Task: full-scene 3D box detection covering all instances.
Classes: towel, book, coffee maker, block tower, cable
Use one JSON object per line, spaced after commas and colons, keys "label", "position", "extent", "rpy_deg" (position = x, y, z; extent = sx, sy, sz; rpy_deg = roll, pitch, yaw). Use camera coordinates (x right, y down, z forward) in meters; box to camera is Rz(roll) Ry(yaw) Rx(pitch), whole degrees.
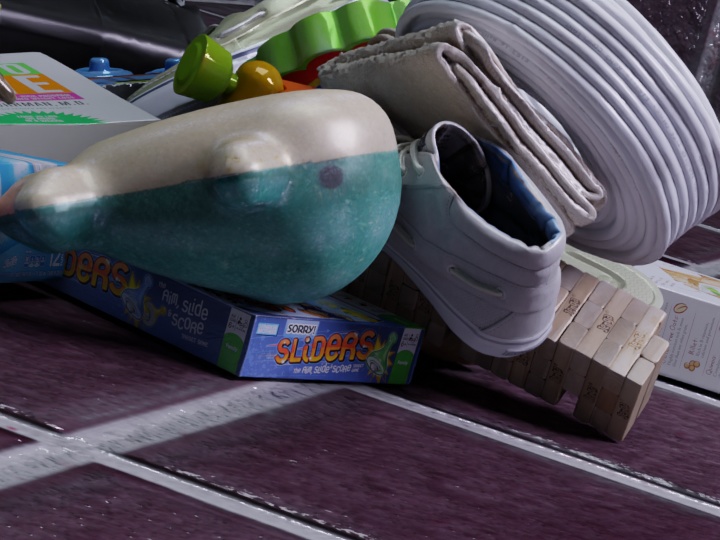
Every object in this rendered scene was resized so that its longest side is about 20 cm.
{"label": "towel", "position": [0.054, -0.073, 1.549], "extent": [0.133, 0.034, 0.200], "rpy_deg": [50, -16, -14]}
{"label": "book", "position": [-0.213, -0.085, 1.647], "extent": [0.134, 0.048, 0.200], "rpy_deg": [-2, 14, -26]}
{"label": "coffee maker", "position": [-0.207, -0.148, 1.983], "extent": [0.200, 0.135, 0.192], "rpy_deg": [8, 12, -36]}
{"label": "block tower", "position": [0.068, 0.015, 1.546], "extent": [0.200, 0.058, 0.054], "rpy_deg": [29, 52, 12]}
{"label": "cable", "position": [0.109, -0.090, 1.551], "extent": [0.200, 0.069, 0.200], "rpy_deg": [31, -23, 40]}

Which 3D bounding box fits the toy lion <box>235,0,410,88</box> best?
{"label": "toy lion", "position": [0.006, -0.106, 1.799], "extent": [0.192, 0.069, 0.200], "rpy_deg": [-3, -26, -27]}

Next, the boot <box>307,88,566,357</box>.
{"label": "boot", "position": [0.034, -0.050, 1.494], "extent": [0.074, 0.096, 0.200], "rpy_deg": [-32, 63, -31]}

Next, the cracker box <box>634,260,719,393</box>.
{"label": "cracker box", "position": [0.228, 0.041, 1.809], "extent": [0.200, 0.058, 0.134], "rpy_deg": [17, 8, 12]}

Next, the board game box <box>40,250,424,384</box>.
{"label": "board game box", "position": [-0.083, 0.011, 1.526], "extent": [0.200, 0.034, 0.135], "rpy_deg": [23, 12, 38]}

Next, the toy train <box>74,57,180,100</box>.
{"label": "toy train", "position": [-0.111, -0.097, 1.891], "extent": [0.200, 0.087, 0.114], "rpy_deg": [-5, 10, -20]}

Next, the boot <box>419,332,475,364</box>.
{"label": "boot", "position": [0.000, 0.000, 1.653], "extent": [0.075, 0.074, 0.200], "rpy_deg": [-3, 20, -35]}

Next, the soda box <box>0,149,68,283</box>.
{"label": "soda box", "position": [-0.222, -0.028, 1.419], "extent": [0.068, 0.064, 0.200], "rpy_deg": [11, 7, 25]}

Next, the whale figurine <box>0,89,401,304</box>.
{"label": "whale figurine", "position": [-0.076, -0.027, 1.422], "extent": [0.200, 0.104, 0.159], "rpy_deg": [-12, 2, -20]}

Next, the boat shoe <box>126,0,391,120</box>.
{"label": "boat shoe", "position": [-0.071, -0.131, 1.819], "extent": [0.200, 0.072, 0.062], "rpy_deg": [-25, 64, -17]}

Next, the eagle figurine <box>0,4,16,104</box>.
{"label": "eagle figurine", "position": [-0.261, -0.127, 1.512], "extent": [0.200, 0.152, 0.151], "rpy_deg": [7, -14, 46]}

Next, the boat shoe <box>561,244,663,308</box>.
{"label": "boat shoe", "position": [0.081, -0.002, 1.689], "extent": [0.200, 0.068, 0.072], "rpy_deg": [34, 36, 23]}

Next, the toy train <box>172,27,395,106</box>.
{"label": "toy train", "position": [-0.056, -0.103, 1.672], "extent": [0.116, 0.200, 0.085], "rpy_deg": [29, 11, -23]}
